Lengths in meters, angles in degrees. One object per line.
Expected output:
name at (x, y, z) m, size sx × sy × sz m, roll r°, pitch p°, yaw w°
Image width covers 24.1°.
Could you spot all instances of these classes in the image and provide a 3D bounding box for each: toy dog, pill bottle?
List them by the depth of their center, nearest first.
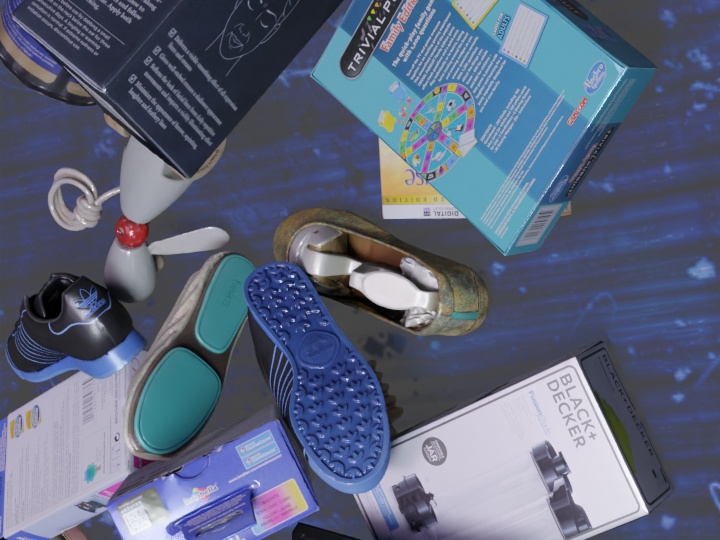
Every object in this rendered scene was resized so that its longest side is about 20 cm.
pill bottle at (-0.198, -0.235, 1.315) m, size 0.112 × 0.112 × 0.200 m, roll 50°, pitch 121°, yaw 20°
toy dog at (-0.152, -0.073, 1.333) m, size 0.132 × 0.096 × 0.200 m, roll 54°, pitch 137°, yaw 10°

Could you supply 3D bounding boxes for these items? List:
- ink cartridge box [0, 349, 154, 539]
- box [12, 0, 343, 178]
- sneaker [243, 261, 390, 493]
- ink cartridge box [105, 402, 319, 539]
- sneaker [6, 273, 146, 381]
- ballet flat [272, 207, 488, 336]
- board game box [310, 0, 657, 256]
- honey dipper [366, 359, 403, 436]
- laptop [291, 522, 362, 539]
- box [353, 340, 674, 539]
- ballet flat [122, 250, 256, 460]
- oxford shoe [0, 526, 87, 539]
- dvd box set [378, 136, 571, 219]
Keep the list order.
ink cartridge box at (-0.247, 0.155, 1.423) m, size 0.200 × 0.042 × 0.120 m, roll -28°, pitch 52°, yaw 34°
box at (-0.118, -0.193, 1.188) m, size 0.107 × 0.148 × 0.200 m, roll 39°, pitch 85°, yaw 27°
sneaker at (-0.027, 0.085, 1.197) m, size 0.078 × 0.070 × 0.200 m, roll 78°, pitch 170°, yaw -52°
ink cartridge box at (-0.105, 0.162, 1.218) m, size 0.136 × 0.200 × 0.077 m, roll -26°, pitch 89°, yaw -3°
sneaker at (-0.246, 0.041, 1.374) m, size 0.200 × 0.070 × 0.078 m, roll -7°, pitch 122°, yaw 54°
ballet flat at (0.000, 0.000, 1.228) m, size 0.199 × 0.071 × 0.071 m, roll 20°, pitch 108°, yaw 33°
board game box at (0.077, -0.133, 1.125) m, size 0.200 × 0.047 × 0.151 m, roll 45°, pitch 119°, yaw 24°
honey dipper at (0.043, 0.161, 1.241) m, size 0.038 × 0.038 × 0.201 m, roll -35°, pitch 79°, yaw 34°
laptop at (0.055, 0.268, 1.181) m, size 0.177 × 0.200 × 0.104 m, roll 11°, pitch 74°, yaw 35°
box at (0.098, 0.141, 1.156) m, size 0.199 × 0.060 × 0.117 m, roll -26°, pitch 85°, yaw 27°
ballet flat at (-0.133, 0.070, 1.283) m, size 0.067 × 0.200 × 0.062 m, roll 44°, pitch 140°, yaw -20°
oxford shoe at (-0.325, 0.216, 1.494) m, size 0.200 × 0.074 × 0.071 m, roll 31°, pitch 114°, yaw 30°
dvd box set at (0.075, -0.136, 1.176) m, size 0.146 × 0.029 × 0.201 m, roll 2°, pitch 97°, yaw 36°
